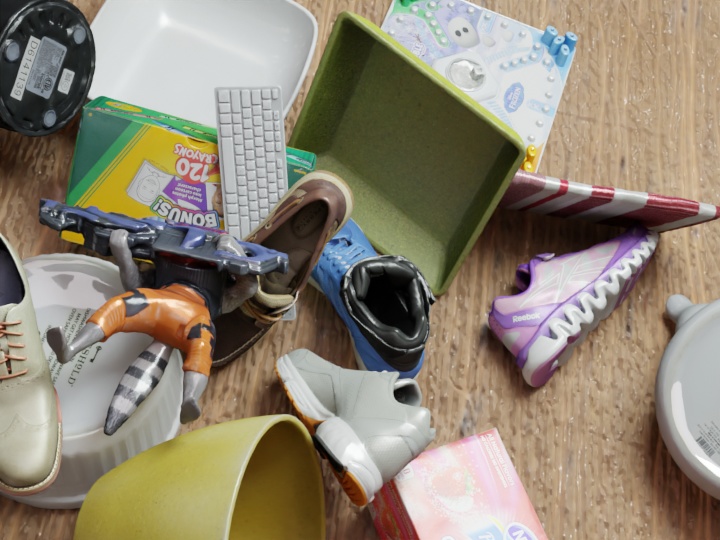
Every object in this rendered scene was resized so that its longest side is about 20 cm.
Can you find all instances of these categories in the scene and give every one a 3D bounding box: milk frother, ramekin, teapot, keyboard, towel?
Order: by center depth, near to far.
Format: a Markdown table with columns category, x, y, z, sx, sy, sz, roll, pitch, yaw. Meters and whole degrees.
| category | x | y | z | sx | sy | sz | roll | pitch | yaw |
| --- | --- | --- | --- | --- | --- | --- | --- | --- | --- |
| ramekin | -0.237 | 0.078 | 0.969 | 0.200 | 0.094 | 0.204 | 5 | 60 | -8 |
| milk frother | -0.362 | -0.187 | 1.008 | 0.187 | 0.200 | 0.181 | 18 | 71 | 28 |
| keyboard | -0.087 | -0.053 | 1.014 | 0.056 | 0.202 | 0.011 | -2 | 18 | 2 |
| teapot | 0.351 | 0.117 | 1.044 | 0.196 | 0.146 | 0.202 | 3 | 80 | 20 |
| towel | 0.209 | -0.065 | 1.113 | 0.198 | 0.144 | 0.023 | 9 | 86 | -7 |

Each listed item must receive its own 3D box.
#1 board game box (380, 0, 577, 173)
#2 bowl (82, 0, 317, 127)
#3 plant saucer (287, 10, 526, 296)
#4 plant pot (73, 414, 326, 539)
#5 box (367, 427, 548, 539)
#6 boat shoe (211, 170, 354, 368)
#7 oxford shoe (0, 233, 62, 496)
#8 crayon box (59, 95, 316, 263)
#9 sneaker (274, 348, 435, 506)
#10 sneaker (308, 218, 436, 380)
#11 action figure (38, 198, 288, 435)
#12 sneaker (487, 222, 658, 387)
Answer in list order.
| category | x | y | z | sx | sy | sz | roll | pitch | yaw |
| --- | --- | --- | --- | --- | --- | --- | --- | --- | --- |
| board game box | 0.107 | -0.199 | 1.232 | 0.199 | 0.026 | 0.201 | 22 | 60 | 1 |
| bowl | -0.153 | -0.187 | 1.146 | 0.199 | 0.075 | 0.201 | 21 | 60 | 2 |
| plant saucer | 0.041 | -0.106 | 1.076 | 0.199 | 0.201 | 0.048 | 39 | 47 | 11 |
| plant pot | -0.124 | 0.203 | 0.885 | 0.141 | 0.200 | 0.201 | 0 | 58 | 17 |
| box | 0.094 | 0.240 | 0.945 | 0.102 | 0.095 | 0.201 | -15 | 65 | -19 |
| boat shoe | -0.080 | 0.007 | 0.991 | 0.072 | 0.200 | 0.072 | 40 | 18 | -8 |
| oxford shoe | -0.260 | 0.062 | 0.876 | 0.070 | 0.074 | 0.201 | -14 | 65 | -18 |
| crayon box | -0.148 | -0.064 | 1.049 | 0.198 | 0.120 | 0.058 | 15 | 18 | -3 |
| sneaker | -0.001 | 0.108 | 0.963 | 0.092 | 0.076 | 0.200 | -30 | 29 | -9 |
| sneaker | 0.001 | 0.000 | 1.051 | 0.076 | 0.111 | 0.201 | -17 | 66 | -19 |
| action figure | -0.165 | 0.021 | 0.920 | 0.198 | 0.105 | 0.194 | 16 | 35 | 9 |
| sneaker | 0.190 | 0.011 | 1.106 | 0.088 | 0.081 | 0.200 | 40 | 62 | 21 |
